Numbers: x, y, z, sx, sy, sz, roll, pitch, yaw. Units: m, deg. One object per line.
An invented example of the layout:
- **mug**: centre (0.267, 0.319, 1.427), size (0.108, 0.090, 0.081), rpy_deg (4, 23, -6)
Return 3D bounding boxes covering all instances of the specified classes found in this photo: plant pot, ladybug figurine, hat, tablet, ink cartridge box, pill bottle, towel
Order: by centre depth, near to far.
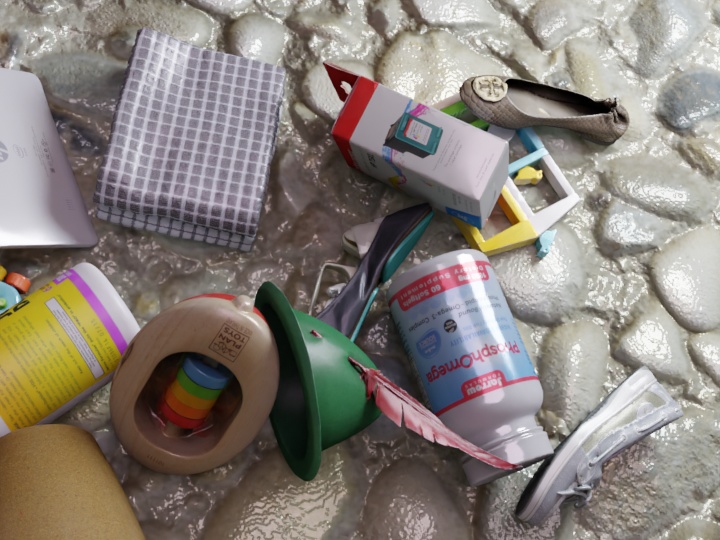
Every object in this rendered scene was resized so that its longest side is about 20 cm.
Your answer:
- **plant pot**: centre (-0.246, 0.234, 0.829), size (0.184, 0.187, 0.201), rpy_deg (-8, 57, -12)
- **ladybug figurine**: centre (-0.140, 0.092, 0.899), size (0.135, 0.200, 0.072), rpy_deg (32, 29, -11)
- **pill bottle**: centre (-0.295, 0.087, 0.903), size (0.199, 0.104, 0.104), rpy_deg (-36, 78, -20)
- **hat**: centre (0.012, 0.093, 0.929), size (0.174, 0.165, 0.202), rpy_deg (-12, 89, -19)
- **pill bottle**: centre (0.104, 0.091, 0.966), size (0.108, 0.109, 0.202), rpy_deg (-16, 72, -15)
- **tablet**: centre (-0.332, -0.110, 0.983), size (0.130, 0.014, 0.201), rpy_deg (-3, 63, -52)
- **ink cartridge box**: centre (0.044, -0.123, 1.021), size (0.199, 0.116, 0.068), rpy_deg (26, 84, 12)
- **towel**: centre (-0.165, -0.133, 1.021), size (0.164, 0.086, 0.202), rpy_deg (10, 67, -6)

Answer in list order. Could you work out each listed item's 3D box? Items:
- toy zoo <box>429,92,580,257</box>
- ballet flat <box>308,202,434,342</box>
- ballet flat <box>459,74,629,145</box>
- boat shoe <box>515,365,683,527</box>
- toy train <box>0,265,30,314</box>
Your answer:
- **toy zoo**: centre (0.142, -0.100, 1.094), size (0.130, 0.020, 0.201), rpy_deg (-26, 75, -18)
- **ballet flat**: centre (0.000, 0.000, 1.007), size (0.073, 0.073, 0.201), rpy_deg (31, 69, 4)
- **ballet flat**: centre (0.201, -0.177, 1.102), size (0.198, 0.046, 0.068), rpy_deg (11, 58, -17)
- **boat shoe**: centre (0.226, 0.173, 0.975), size (0.201, 0.075, 0.065), rpy_deg (-38, 75, -27)
- **toy train**: centre (-0.349, -0.033, 0.967), size (0.149, 0.056, 0.201), rpy_deg (-26, 75, -17)
